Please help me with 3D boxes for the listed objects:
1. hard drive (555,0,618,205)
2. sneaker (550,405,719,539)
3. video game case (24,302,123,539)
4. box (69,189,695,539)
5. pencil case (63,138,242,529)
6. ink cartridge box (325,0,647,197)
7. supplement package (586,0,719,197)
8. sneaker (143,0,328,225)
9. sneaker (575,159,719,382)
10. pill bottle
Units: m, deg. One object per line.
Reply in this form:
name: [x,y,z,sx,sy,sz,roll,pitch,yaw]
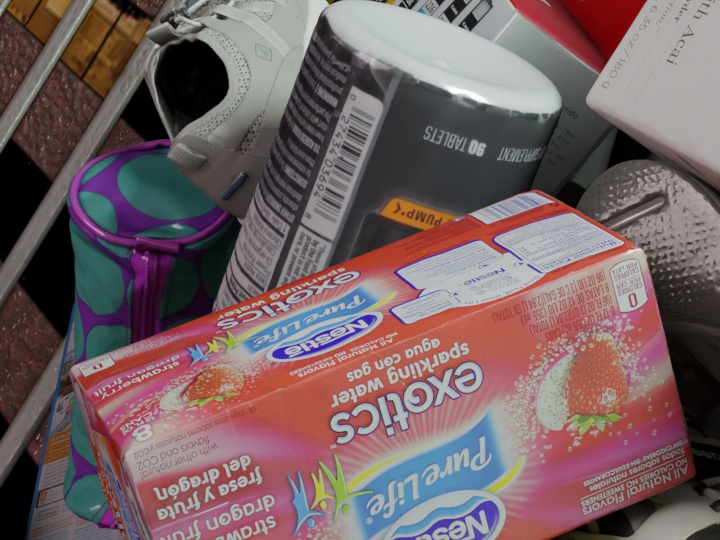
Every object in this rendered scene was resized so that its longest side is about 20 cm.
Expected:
hard drive: [0.088,-0.124,1.047,0.131,0.026,0.201,-6,62,50]
sneaker: [0.119,0.089,0.812,0.199,0.074,0.089,-2,61,55]
video game case: [-0.130,0.089,1.183,0.143,0.018,0.201,-22,50,43]
box: [0.007,0.055,0.774,0.199,0.096,0.100,-21,20,-13]
pencil case: [-0.101,0.037,1.035,0.093,0.084,0.201,-86,2,-52]
ink cartridge box: [0.041,-0.115,1.003,0.176,0.084,0.200,-49,35,16]
supplement package: [0.201,-0.056,0.770,0.122,0.119,0.200,-57,35,3]
sneaker: [-0.062,-0.105,0.982,0.075,0.082,0.201,-46,36,25]
sneaker: [0.169,0.029,0.800,0.071,0.080,0.200,-52,55,11]
pill bottle: [0.000,0.000,0.877,0.106,0.106,0.201,49,124,54]
